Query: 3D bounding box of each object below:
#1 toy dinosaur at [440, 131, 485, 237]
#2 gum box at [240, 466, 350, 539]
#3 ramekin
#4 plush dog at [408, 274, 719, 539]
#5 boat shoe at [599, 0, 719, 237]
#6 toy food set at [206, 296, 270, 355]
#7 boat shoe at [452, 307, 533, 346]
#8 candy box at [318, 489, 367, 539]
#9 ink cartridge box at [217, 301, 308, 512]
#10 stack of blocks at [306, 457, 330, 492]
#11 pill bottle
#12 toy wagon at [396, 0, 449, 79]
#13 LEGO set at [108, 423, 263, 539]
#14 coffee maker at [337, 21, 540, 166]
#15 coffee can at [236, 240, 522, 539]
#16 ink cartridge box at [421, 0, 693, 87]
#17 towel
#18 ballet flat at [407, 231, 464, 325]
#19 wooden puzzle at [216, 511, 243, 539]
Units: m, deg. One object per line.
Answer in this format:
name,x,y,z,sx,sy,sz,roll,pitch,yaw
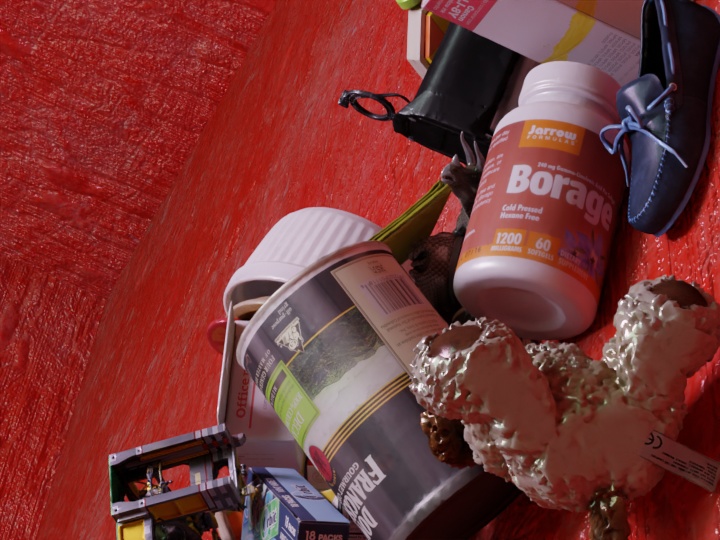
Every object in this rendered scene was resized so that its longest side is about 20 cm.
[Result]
toy dinosaur,0.118,-0.048,1.455,0.103,0.077,0.200,-61,-17,4
gum box,-0.059,0.270,1.254,0.170,0.044,0.202,-159,73,-73
ramekin,-0.024,0.029,1.583,0.105,0.199,0.200,-61,11,-28
plush dog,0.132,0.096,1.037,0.172,0.198,0.162,177,79,-85
boat shoe,0.214,-0.116,1.198,0.084,0.068,0.201,-47,24,52
toy food set,-0.051,0.095,1.552,0.049,0.197,0.200,-61,13,-28
boat shoe,0.104,0.051,1.336,0.073,0.064,0.201,-51,21,45
candy box,-0.011,0.276,1.277,0.136,0.061,0.202,145,128,-67
ink cartridge box,-0.078,0.122,1.412,0.200,0.067,0.117,83,-171,-59
stack of blocks,-0.014,0.145,1.443,0.116,0.058,0.201,-83,-6,-53
pill bottle,0.147,-0.057,1.261,0.112,0.112,0.201,-39,31,60
toy wagon,0.126,-0.255,1.562,0.200,0.155,0.039,-51,32,-13
LEGO set,-0.120,0.220,1.271,0.201,0.115,0.154,-99,-8,-50
coffee maker,0.113,-0.206,1.453,0.135,0.191,0.201,-4,63,68
coffee can,0.022,0.100,1.197,0.146,0.200,0.147,-32,-22,-15
ink cartridge box,0.166,-0.245,1.319,0.083,0.199,0.146,132,158,-56
towel,0.000,0.000,1.321,0.200,0.018,0.086,-38,-17,-38
ballet flat,0.064,0.029,1.413,0.200,0.046,0.068,86,-164,-60
wooden puzzle,-0.083,0.296,1.462,0.037,0.186,0.200,-25,15,-2
